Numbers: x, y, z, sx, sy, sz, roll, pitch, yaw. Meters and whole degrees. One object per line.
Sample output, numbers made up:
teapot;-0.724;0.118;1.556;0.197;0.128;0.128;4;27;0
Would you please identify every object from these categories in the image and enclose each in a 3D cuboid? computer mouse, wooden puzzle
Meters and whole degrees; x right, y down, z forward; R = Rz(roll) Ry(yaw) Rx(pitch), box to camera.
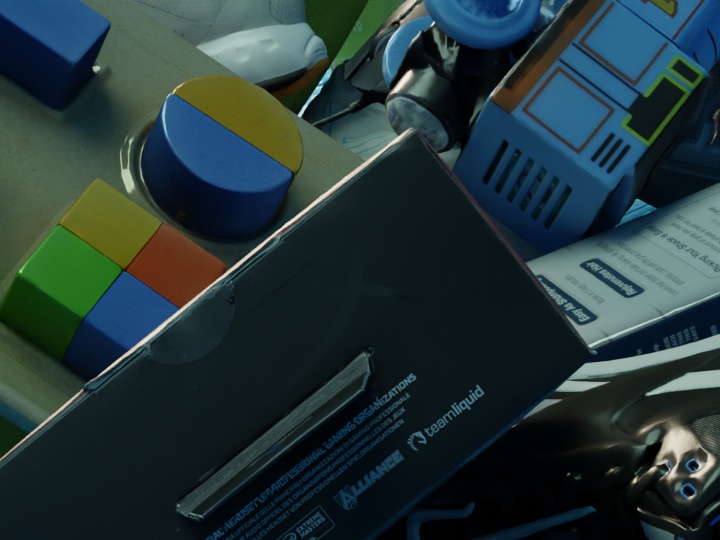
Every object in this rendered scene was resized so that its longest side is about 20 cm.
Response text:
computer mouse;-0.012;-0.074;1.054;0.199;0.034;0.059;-31;31;-10
wooden puzzle;-0.102;-0.038;0.885;0.200;0.185;0.046;-55;-2;-46

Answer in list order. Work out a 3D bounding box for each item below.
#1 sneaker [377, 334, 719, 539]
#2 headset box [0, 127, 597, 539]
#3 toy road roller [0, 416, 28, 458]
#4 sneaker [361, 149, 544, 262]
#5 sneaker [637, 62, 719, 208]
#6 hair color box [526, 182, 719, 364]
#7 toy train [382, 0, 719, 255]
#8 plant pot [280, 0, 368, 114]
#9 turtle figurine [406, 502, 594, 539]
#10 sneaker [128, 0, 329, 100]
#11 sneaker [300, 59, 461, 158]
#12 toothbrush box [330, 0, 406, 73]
sneaker;0.068;0.073;0.794;0.199;0.073;0.112;-18;17;0
headset box;-0.018;0.039;0.705;0.149;0.077;0.200;-39;-1;0
toy road roller;-0.105;0.012;0.943;0.200;0.123;0.146;-46;3;-9
sneaker;0.000;0.000;1.065;0.075;0.089;0.199;13;-10;-43
sneaker;0.104;-0.056;1.076;0.199;0.082;0.075;20;64;37
hair color box;0.108;0.024;0.913;0.199;0.061;0.100;-22;19;-9
toy train;0.093;-0.103;0.990;0.200;0.114;0.087;-50;-5;-28
plant pot;-0.105;-0.094;1.218;0.186;0.201;0.187;22;6;-2
turtle figurine;-0.015;0.140;0.651;0.199;0.101;0.150;-33;-1;11
sneaker;-0.117;-0.101;1.107;0.199;0.093;0.076;-13;-3;3
sneaker;0.016;-0.032;1.174;0.080;0.070;0.200;-45;26;-5
toothbrush box;0.065;-0.145;1.293;0.086;0.146;0.199;-32;23;-35
